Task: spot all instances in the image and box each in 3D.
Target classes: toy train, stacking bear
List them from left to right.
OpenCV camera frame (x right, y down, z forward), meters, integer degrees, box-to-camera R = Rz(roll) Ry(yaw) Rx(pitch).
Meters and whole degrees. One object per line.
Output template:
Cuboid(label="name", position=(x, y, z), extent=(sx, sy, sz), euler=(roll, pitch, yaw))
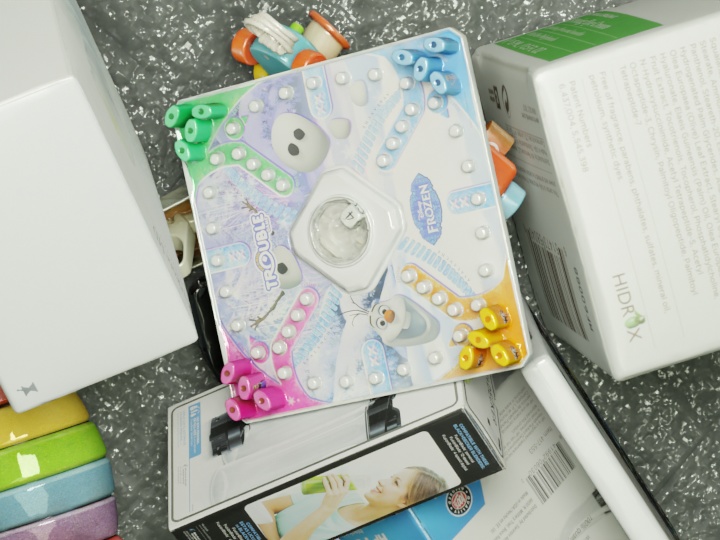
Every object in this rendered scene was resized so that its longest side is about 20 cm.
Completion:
Cuboid(label="stacking bear", position=(-0.218, 0.105, 1.689), extent=(0.121, 0.114, 0.200), euler=(-17, 90, 37))
Cuboid(label="toy train", position=(0.016, -0.106, 1.674), extent=(0.200, 0.150, 0.056), euler=(37, 76, -7))

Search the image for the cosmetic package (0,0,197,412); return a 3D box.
Cuboid(label="cosmetic package", position=(-0.195, -0.065, 1.581), extent=(0.123, 0.200, 0.200), euler=(-21, 128, 2))

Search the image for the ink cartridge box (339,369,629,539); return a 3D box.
Cuboid(label="ink cartridge box", position=(0.092, 0.186, 1.721), extent=(0.146, 0.086, 0.200), euler=(-43, 107, -40))

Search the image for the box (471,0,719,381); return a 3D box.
Cuboid(label="box", position=(0.188, -0.062, 1.673), extent=(0.171, 0.199, 0.200), euler=(-17, 100, -6))

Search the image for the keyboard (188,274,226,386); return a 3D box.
Cuboid(label="keyboard", position=(-0.012, 0.024, 1.740), extent=(0.200, 0.040, 0.104), euler=(-17, 104, -17))

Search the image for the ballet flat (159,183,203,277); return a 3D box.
Cuboid(label="ballet flat", position=(-0.100, -0.023, 1.703), extent=(0.200, 0.064, 0.067), euler=(-23, 130, -3))

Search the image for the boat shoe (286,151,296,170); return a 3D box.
Cuboid(label="boat shoe", position=(0.000, 0.000, 1.681), extent=(0.072, 0.068, 0.200), euler=(-32, 110, -17))

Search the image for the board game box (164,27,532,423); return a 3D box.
Cuboid(label="board game box", position=(-0.012, -0.023, 1.594), extent=(0.200, 0.026, 0.200), euler=(-13, 89, 27))

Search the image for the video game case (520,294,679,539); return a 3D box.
Cuboid(label="video game case", position=(0.151, 0.117, 1.703), extent=(0.023, 0.182, 0.200), euler=(-33, 101, 5))

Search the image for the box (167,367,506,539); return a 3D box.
Cuboid(label="box", position=(-0.017, 0.101, 1.648), extent=(0.200, 0.117, 0.060), euler=(-23, 126, 15))
